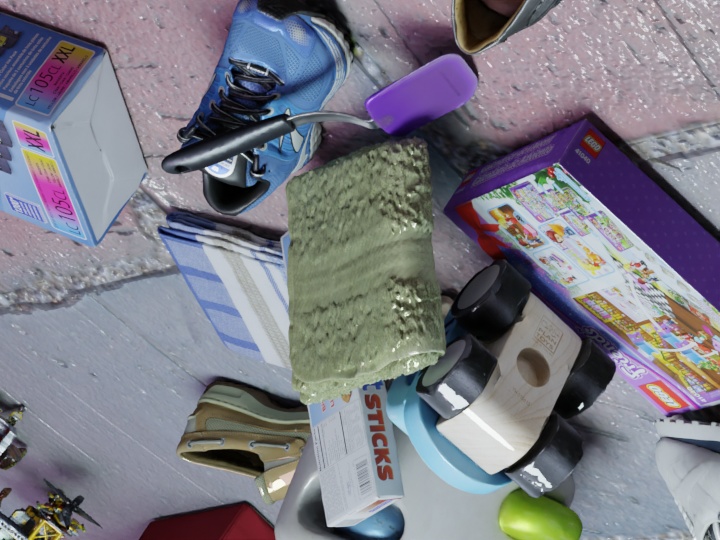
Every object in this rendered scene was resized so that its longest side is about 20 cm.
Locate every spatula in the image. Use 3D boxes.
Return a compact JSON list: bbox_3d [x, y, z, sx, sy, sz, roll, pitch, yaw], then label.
[{"bbox_3d":[-0.026,-0.086,1.665,0.200,0.021,0.057,-13,153,19],"label":"spatula"}]

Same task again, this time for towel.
[{"bbox_3d":[-0.038,0.027,1.960,0.200,0.024,0.147,14,146,35],"label":"towel"},{"bbox_3d":[0.000,0.000,1.729,0.036,0.149,0.200,0,171,-22],"label":"towel"}]

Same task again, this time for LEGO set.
[{"bbox_3d":[-0.308,0.169,2.429,0.200,0.116,0.154,40,-178,-2],"label":"LEGO set"}]

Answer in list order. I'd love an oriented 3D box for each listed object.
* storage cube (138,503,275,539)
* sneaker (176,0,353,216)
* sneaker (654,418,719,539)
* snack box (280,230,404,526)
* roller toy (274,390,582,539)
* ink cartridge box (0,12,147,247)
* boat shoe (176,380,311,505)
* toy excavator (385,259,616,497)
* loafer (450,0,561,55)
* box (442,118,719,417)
[{"bbox_3d":[-0.122,0.320,2.350,0.171,0.180,0.200,44,150,-17],"label":"storage cube"},{"bbox_3d":[-0.060,-0.096,1.716,0.078,0.089,0.200,28,150,11],"label":"sneaker"},{"bbox_3d":[0.220,0.135,1.736,0.076,0.081,0.200,9,177,-6],"label":"sneaker"},{"bbox_3d":[-0.013,0.059,1.825,0.024,0.201,0.072,-1,161,-28],"label":"snack box"},{"bbox_3d":[0.040,0.167,1.916,0.182,0.140,0.200,23,176,-9],"label":"roller toy"},{"bbox_3d":[-0.256,-0.111,1.924,0.200,0.076,0.137,22,150,25],"label":"ink cartridge box"},{"bbox_3d":[-0.049,0.144,2.100,0.200,0.076,0.072,11,145,37],"label":"boat shoe"},{"bbox_3d":[0.061,0.067,1.764,0.100,0.195,0.200,42,139,-16],"label":"toy excavator"},{"bbox_3d":[0.085,-0.182,1.438,0.073,0.072,0.200,27,151,15],"label":"loafer"},{"bbox_3d":[0.160,0.002,1.685,0.200,0.039,0.137,42,153,-15],"label":"box"}]
